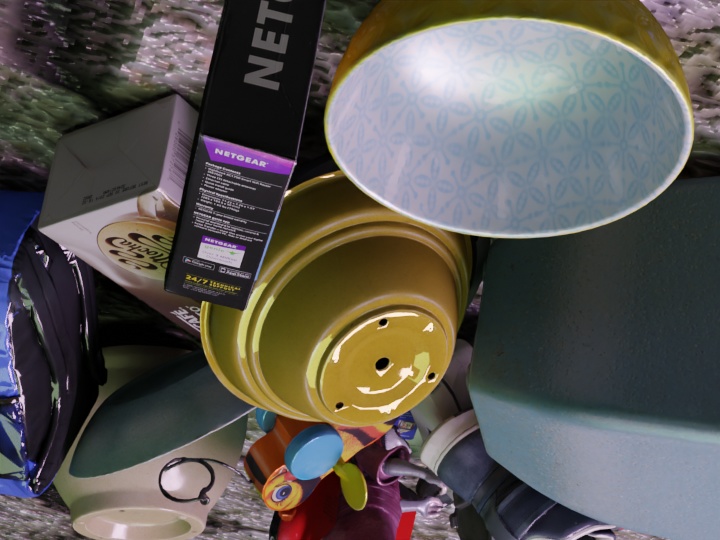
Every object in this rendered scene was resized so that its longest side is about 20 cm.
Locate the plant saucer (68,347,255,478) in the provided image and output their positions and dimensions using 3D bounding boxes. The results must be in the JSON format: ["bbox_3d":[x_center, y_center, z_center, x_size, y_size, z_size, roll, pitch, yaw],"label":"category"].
[{"bbox_3d":[-0.143,0.097,1.093,0.199,0.201,0.039,-18,100,35],"label":"plant saucer"}]

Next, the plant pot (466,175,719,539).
[{"bbox_3d":[0.180,0.063,0.959,0.197,0.198,0.197,2,150,15],"label":"plant pot"}]

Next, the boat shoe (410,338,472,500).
[{"bbox_3d":[0.087,0.133,1.159,0.072,0.066,0.201,33,155,44],"label":"boat shoe"}]

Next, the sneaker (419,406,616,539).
[{"bbox_3d":[0.163,0.151,1.076,0.201,0.146,0.077,-23,145,-33],"label":"sneaker"}]

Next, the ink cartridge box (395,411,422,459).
[{"bbox_3d":[0.060,0.114,1.244,0.098,0.040,0.201,8,151,-3],"label":"ink cartridge box"}]

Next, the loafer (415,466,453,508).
[{"bbox_3d":[0.131,0.167,1.235,0.200,0.071,0.068,-36,155,28],"label":"loafer"}]

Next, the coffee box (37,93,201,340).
[{"bbox_3d":[-0.114,-0.026,0.995,0.112,0.081,0.200,-14,145,31],"label":"coffee box"}]

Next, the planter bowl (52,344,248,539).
[{"bbox_3d":[-0.198,0.168,1.264,0.197,0.136,0.201,-1,154,0],"label":"planter bowl"}]

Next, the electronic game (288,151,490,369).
[{"bbox_3d":[0.000,0.000,0.972,0.198,0.042,0.202,-14,128,-18],"label":"electronic game"}]

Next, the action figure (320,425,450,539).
[{"bbox_3d":[0.003,0.205,1.153,0.147,0.202,0.135,0,145,-1],"label":"action figure"}]

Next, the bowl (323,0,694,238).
[{"bbox_3d":[0.082,-0.116,0.777,0.197,0.109,0.201,4,150,3],"label":"bowl"}]

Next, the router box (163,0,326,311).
[{"bbox_3d":[-0.054,-0.103,0.732,0.050,0.202,0.150,13,150,-8],"label":"router box"}]

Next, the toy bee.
[{"bbox_3d":[-0.051,0.139,1.095,0.197,0.132,0.109,-12,138,0],"label":"toy bee"}]

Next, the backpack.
[{"bbox_3d":[-0.284,0.044,1.035,0.165,0.163,0.202,5,122,2],"label":"backpack"}]

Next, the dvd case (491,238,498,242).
[{"bbox_3d":[0.185,0.010,1.063,0.147,0.016,0.201,-4,148,14],"label":"dvd case"}]

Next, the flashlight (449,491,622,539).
[{"bbox_3d":[0.163,0.197,1.150,0.198,0.069,0.067,-9,-156,-40],"label":"flashlight"}]

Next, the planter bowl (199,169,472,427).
[{"bbox_3d":[0.001,0.040,0.918,0.198,0.084,0.202,-14,128,-18],"label":"planter bowl"}]

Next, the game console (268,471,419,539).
[{"bbox_3d":[-0.044,0.194,1.248,0.117,0.174,0.200,-1,151,33],"label":"game console"}]

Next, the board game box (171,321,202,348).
[{"bbox_3d":[-0.057,0.032,1.138,0.198,0.030,0.096,-6,148,25],"label":"board game box"}]
